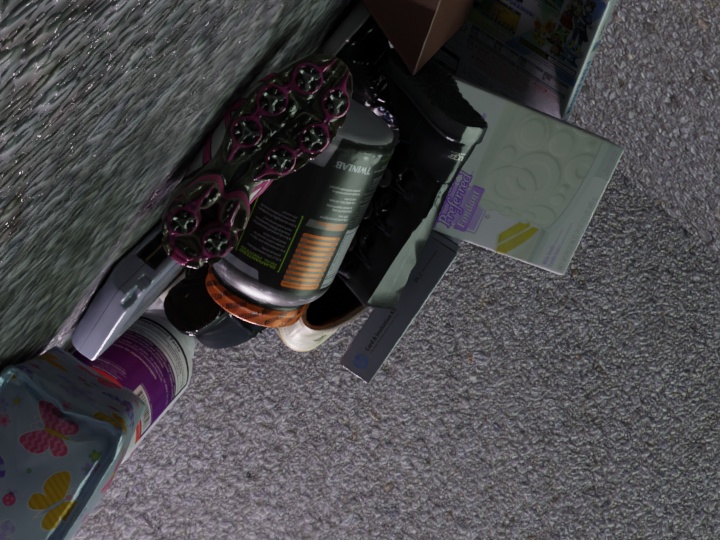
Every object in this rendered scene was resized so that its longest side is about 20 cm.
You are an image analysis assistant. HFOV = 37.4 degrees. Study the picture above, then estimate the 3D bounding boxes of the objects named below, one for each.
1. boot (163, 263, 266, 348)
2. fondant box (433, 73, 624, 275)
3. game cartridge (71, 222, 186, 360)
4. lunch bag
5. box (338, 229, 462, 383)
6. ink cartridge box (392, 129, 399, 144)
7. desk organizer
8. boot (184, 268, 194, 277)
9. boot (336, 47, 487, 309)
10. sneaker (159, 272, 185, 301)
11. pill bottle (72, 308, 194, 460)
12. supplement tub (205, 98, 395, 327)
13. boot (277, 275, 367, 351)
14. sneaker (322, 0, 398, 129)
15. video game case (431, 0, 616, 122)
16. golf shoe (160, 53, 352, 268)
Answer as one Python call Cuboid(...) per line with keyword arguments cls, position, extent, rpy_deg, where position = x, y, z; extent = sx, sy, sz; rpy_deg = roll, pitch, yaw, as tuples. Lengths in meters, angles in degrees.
Cuboid(cls="boot", position=(-0.106, 0.008, 1.124), extent=(0.200, 0.076, 0.168), rpy_deg=(-35, 171, -1))
Cuboid(cls="fondant box", position=(0.140, -0.095, 1.062), extent=(0.058, 0.200, 0.144), rpy_deg=(-118, -131, -68))
Cuboid(cls="game cartridge", position=(-0.189, -0.006, 0.994), extent=(0.133, 0.040, 0.200), rpy_deg=(-52, 180, 44))
Cuboid(cls="lunch bag", position=(-0.272, 0.170, 0.834), extent=(0.200, 0.127, 0.170), rpy_deg=(-59, -175, -1))
Cuboid(cls="box", position=(0.049, 0.025, 1.110), extent=(0.156, 0.041, 0.200), rpy_deg=(-56, 176, 11))
Cuboid(cls="ink cartridge box", position=(0.066, -0.107, 1.207), extent=(0.200, 0.147, 0.083), rpy_deg=(5, 97, -61))
Cuboid(cls="desk organizer", position=(0.059, -0.254, 0.983), extent=(0.200, 0.072, 0.077), rpy_deg=(-54, 167, -57))
Cuboid(cls="boot", position=(-0.141, -0.050, 1.161), extent=(0.204, 0.073, 0.154), rpy_deg=(-52, 179, 10))
Cuboid(cls="boot", position=(0.029, -0.087, 0.991), extent=(0.200, 0.066, 0.165), rpy_deg=(-66, -152, 29))
Cuboid(cls="sneaker", position=(-0.154, -0.003, 1.370), extent=(0.200, 0.106, 0.075), rpy_deg=(-43, -163, 1))
Cuboid(cls="pill bottle", position=(-0.247, 0.115, 1.102), extent=(0.112, 0.112, 0.200), rpy_deg=(-48, -177, 27))
Cuboid(cls="supplement tub", position=(-0.061, -0.056, 0.946), extent=(0.200, 0.123, 0.123), rpy_deg=(-64, 177, 25))
Cuboid(cls="boot", position=(0.000, 0.000, 1.120), extent=(0.200, 0.072, 0.155), rpy_deg=(-45, 180, -16))
Cuboid(cls="sneaker", position=(0.023, -0.201, 1.060), extent=(0.073, 0.112, 0.200), rpy_deg=(-51, -177, -6))
Cuboid(cls="video game case", position=(0.149, -0.250, 1.089), extent=(0.022, 0.200, 0.182), rpy_deg=(-33, 152, -37))
Cuboid(cls="golf shoe", position=(-0.088, -0.097, 0.836), extent=(0.200, 0.073, 0.092), rpy_deg=(-45, -156, 10))
